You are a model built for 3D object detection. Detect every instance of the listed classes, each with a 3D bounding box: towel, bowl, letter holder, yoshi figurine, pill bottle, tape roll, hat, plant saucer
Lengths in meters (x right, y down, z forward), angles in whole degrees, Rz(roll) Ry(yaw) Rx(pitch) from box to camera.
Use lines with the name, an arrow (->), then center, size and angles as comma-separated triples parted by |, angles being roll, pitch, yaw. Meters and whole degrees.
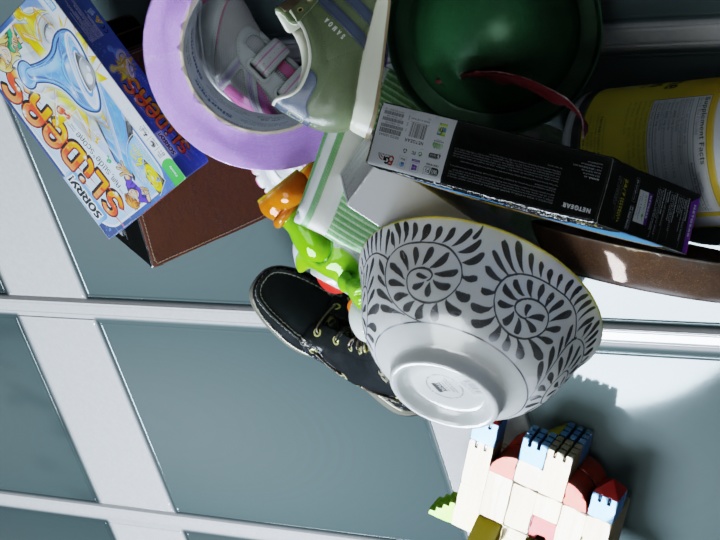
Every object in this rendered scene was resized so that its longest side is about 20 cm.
towel -> 0.059, -0.072, 1.548 | 0.198, 0.154, 0.023 | 20, -178, -15
bowl -> 0.078, 0.059, 1.457 | 0.199, 0.095, 0.201 | 16, 148, 10
letter holder -> -0.171, -0.131, 1.737 | 0.100, 0.141, 0.202 | 33, 143, 56
yoshi figurine -> 0.011, -0.008, 1.593 | 0.201, 0.112, 0.112 | 54, 178, -2
pill bottle -> 0.261, -0.089, 1.446 | 0.199, 0.112, 0.113 | -2, 122, 36
tape roll -> -0.076, -0.187, 1.572 | 0.198, 0.066, 0.202 | 1, 106, 4
hat -> 0.090, -0.182, 1.406 | 0.198, 0.176, 0.167 | 4, 94, 18
plant saucer -> 0.228, -0.005, 1.483 | 0.199, 0.200, 0.035 | 12, 96, 27

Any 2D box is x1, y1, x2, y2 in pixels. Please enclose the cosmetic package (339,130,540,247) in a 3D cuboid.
cosmetic package -> 0.078, -0.028, 1.502 | 0.199, 0.083, 0.051 | 33, 105, -14

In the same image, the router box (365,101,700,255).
router box -> 0.126, -0.066, 1.383 | 0.199, 0.149, 0.052 | 17, 92, 35

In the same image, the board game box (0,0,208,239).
board game box -> -0.232, -0.139, 1.631 | 0.201, 0.034, 0.135 | 53, 137, -4

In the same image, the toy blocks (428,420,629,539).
toy blocks -> 0.171, 0.198, 1.761 | 0.199, 0.100, 0.138 | 23, 122, 20

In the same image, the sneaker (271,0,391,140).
sneaker -> -0.021, -0.207, 1.481 | 0.089, 0.202, 0.067 | 7, 176, -2

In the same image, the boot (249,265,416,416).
boot -> -0.004, 0.054, 1.728 | 0.203, 0.074, 0.154 | 36, 167, -3

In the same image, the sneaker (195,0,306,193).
sneaker -> -0.073, -0.160, 1.656 | 0.088, 0.082, 0.201 | -9, 124, 35
